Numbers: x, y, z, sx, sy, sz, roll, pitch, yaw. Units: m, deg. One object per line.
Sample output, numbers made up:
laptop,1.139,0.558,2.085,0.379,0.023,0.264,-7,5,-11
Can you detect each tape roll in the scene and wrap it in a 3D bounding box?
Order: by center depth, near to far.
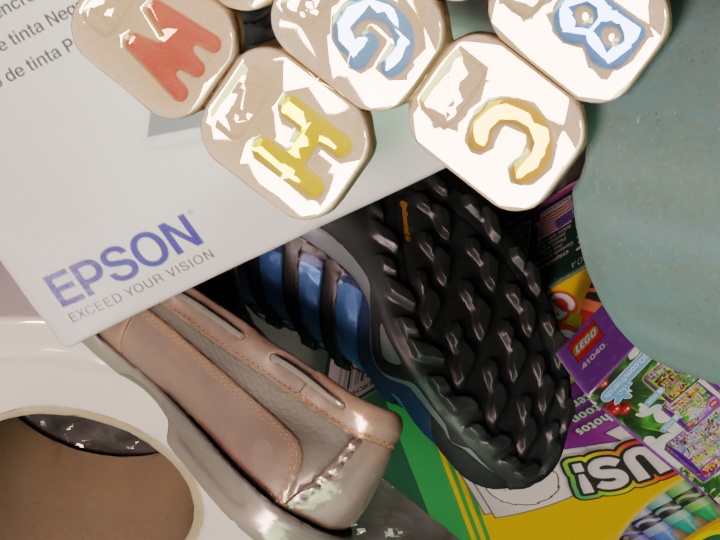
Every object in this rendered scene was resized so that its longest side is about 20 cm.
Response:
tape roll,-0.111,0.066,1.053,0.202,0.071,0.203,5,135,5

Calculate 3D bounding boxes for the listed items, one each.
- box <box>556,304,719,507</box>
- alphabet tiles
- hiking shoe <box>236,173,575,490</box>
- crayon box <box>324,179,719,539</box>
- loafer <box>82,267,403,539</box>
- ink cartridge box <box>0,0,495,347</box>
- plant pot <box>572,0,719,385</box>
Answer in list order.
box,0.185,0.003,0.905,0.137,0.039,0.200,40,99,-26
alphabet tiles,0.003,-0.117,0.735,0.195,0.015,0.200,38,110,6
hiking shoe,0.000,0.000,0.944,0.200,0.074,0.087,53,143,5
crayon box,0.114,0.047,1.004,0.200,0.058,0.172,-32,121,32
loafer,-0.054,0.019,0.908,0.063,0.200,0.072,-53,144,13
ink cartridge box,-0.064,-0.095,0.803,0.199,0.041,0.200,-25,113,21
plant pot,0.180,-0.027,0.738,0.196,0.200,0.200,13,146,45
